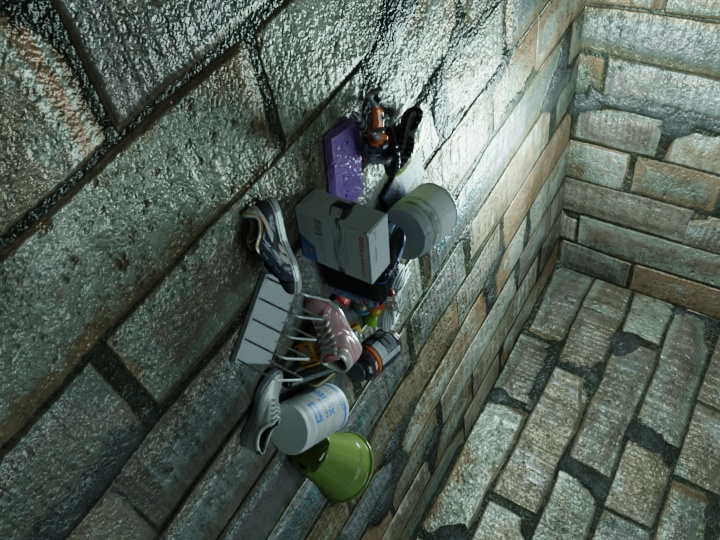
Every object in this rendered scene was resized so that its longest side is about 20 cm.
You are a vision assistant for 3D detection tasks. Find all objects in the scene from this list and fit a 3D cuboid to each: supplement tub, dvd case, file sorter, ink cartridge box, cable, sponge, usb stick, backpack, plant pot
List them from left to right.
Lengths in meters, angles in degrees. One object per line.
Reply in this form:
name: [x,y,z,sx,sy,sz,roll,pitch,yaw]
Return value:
file sorter: [-0.167,0.127,1.415,0.138,0.123,0.204,18,92,-64]
supplement tub: [-0.129,0.376,1.653,0.199,0.130,0.135,-13,120,-60]
usb stick: [-0.106,0.255,1.630,0.197,0.055,0.033,-15,90,-32]
plant pot: [-0.091,0.523,1.793,0.190,0.198,0.203,44,69,-49]
ink cartridge box: [-0.038,-0.077,1.432,0.084,0.197,0.147,-46,145,-36]
sponge: [-0.038,-0.242,1.508,0.112,0.029,0.203,-46,145,-40]
backpack: [0.017,-0.034,1.610,0.136,0.179,0.202,90,21,-51]
supplement tub: [0.036,0.255,1.910,0.199,0.105,0.109,-32,136,-49]
cable: [0.091,0.079,1.889,0.202,0.068,0.202,96,15,-46]
dvd case: [0.119,-0.243,1.816,0.202,0.017,0.143,-60,151,-18]

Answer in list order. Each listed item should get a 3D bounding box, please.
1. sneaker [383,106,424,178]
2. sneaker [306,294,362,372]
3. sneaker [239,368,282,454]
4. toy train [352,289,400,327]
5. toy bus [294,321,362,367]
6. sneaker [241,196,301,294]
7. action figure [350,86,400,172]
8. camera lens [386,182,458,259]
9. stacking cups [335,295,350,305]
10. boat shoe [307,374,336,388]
sneaker: [0.126,-0.325,1.708,0.203,0.077,0.090,-64,155,-13]
sneaker: [-0.074,0.159,1.564,0.202,0.075,0.105,55,36,-16]
sneaker: [-0.216,0.335,1.524,0.073,0.070,0.204,14,96,-63]
toy train: [0.042,0.104,1.731,0.083,0.201,0.118,1,121,-29]
toy bus: [-0.079,0.180,1.660,0.199,0.064,0.079,-34,99,-49]
sneaker: [-0.182,-0.038,1.293,0.078,0.078,0.204,-24,104,-28]
action figure: [0.025,-0.326,1.477,0.102,0.203,0.194,-14,155,-6]
camera lens: [0.166,-0.139,1.783,0.199,0.158,0.163,-39,140,-44]
stacking cups: [0.000,0.000,1.712,0.203,0.060,0.061,-63,153,-13]
boat shoe: [-0.078,0.259,1.740,0.200,0.071,0.073,-49,147,-46]
